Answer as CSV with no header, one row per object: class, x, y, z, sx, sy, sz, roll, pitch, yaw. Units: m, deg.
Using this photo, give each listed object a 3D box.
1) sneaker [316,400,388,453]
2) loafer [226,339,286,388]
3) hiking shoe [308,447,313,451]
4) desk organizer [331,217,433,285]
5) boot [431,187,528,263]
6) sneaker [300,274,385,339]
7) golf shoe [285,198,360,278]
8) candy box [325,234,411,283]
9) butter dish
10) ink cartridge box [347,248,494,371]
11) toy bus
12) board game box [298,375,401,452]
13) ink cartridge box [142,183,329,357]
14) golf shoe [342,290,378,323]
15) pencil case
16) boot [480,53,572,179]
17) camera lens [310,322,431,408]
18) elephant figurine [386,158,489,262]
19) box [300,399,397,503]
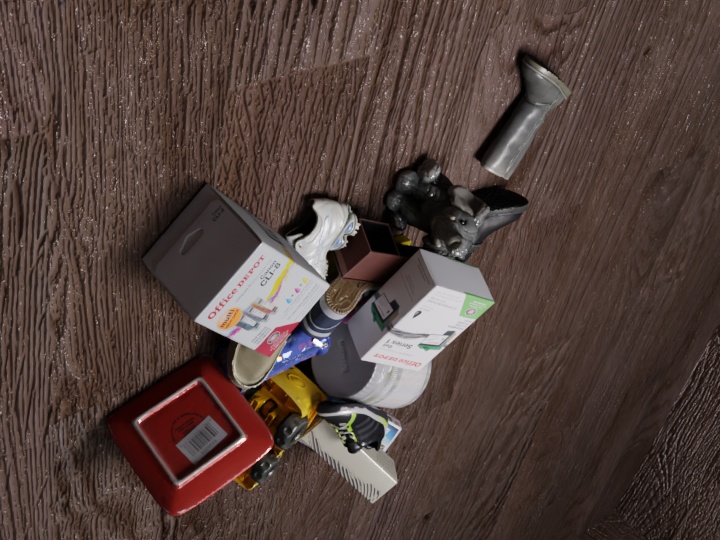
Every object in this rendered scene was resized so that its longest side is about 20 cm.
sneaker,-0.008,0.278,1.721,0.199,0.071,0.084,25,68,-53
loafer,-0.148,0.096,1.509,0.075,0.068,0.201,20,102,-18
hiking shoe,-0.020,0.301,1.937,0.076,0.100,0.201,-21,145,-58
desk organizer,0.053,-0.025,1.615,0.199,0.072,0.077,9,142,-42
boot,0.213,-0.063,1.841,0.210,0.079,0.159,-15,131,-29
sneaker,-0.029,0.042,1.630,0.109,0.070,0.200,-45,177,38
golf shoe,-0.090,-0.028,1.545,0.097,0.078,0.201,20,105,-37
candy box,0.000,0.000,1.708,0.199,0.026,0.103,-15,132,-42
butter dish,-0.263,0.275,1.549,0.199,0.200,0.148,-33,156,-21
ink cartridge box,0.096,0.070,1.618,0.145,0.085,0.200,15,130,-39
toy bus,-0.151,0.261,1.737,0.201,0.135,0.192,-57,163,20
board game box,-0.037,0.295,1.867,0.199,0.035,0.127,32,103,-16
ink cartridge box,-0.173,0.004,1.389,0.146,0.145,0.200,-49,148,4
golf shoe,0.041,0.052,1.723,0.199,0.075,0.092,-27,147,-28
pencil case,-0.137,0.133,1.628,0.199,0.087,0.079,-22,120,-33
boot,0.273,-0.263,1.720,0.200,0.073,0.181,-48,147,13
camera lens,0.024,0.166,1.791,0.161,0.160,0.199,-55,148,12
elephant figurine,0.145,-0.077,1.629,0.155,0.200,0.142,-31,145,-24
box,-0.022,0.332,1.820,0.068,0.082,0.200,-41,108,11
